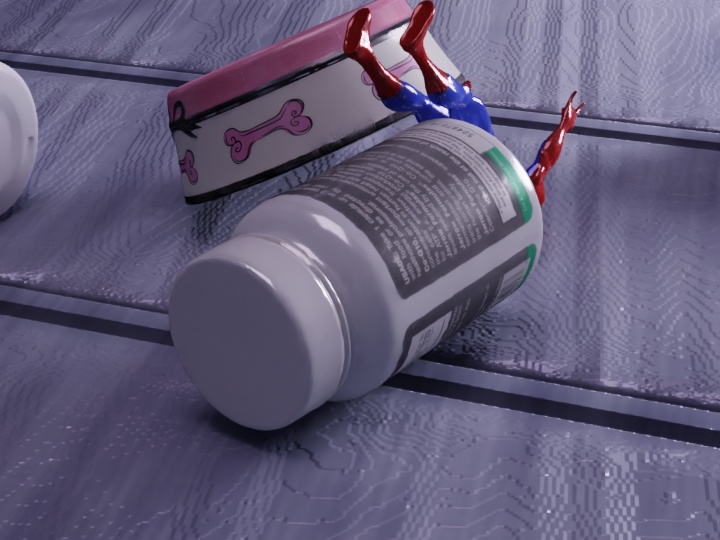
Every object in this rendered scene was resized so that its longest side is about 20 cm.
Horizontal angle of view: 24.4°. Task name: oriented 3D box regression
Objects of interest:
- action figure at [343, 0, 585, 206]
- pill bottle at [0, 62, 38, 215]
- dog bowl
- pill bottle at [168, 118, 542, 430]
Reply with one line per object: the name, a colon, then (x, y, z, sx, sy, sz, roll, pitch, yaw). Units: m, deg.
action figure: (0.070, -0.102, 0.996, 0.065, 0.200, 0.099, 1, 55, 34)
pill bottle: (-0.327, -0.100, 1.126, 0.199, 0.112, 0.112, 12, 29, 28)
dog bowl: (-0.037, -0.116, 1.084, 0.200, 0.074, 0.200, -24, 8, 4)
pill bottle: (0.000, 0.000, 0.887, 0.113, 0.113, 0.200, 17, 31, 35)
